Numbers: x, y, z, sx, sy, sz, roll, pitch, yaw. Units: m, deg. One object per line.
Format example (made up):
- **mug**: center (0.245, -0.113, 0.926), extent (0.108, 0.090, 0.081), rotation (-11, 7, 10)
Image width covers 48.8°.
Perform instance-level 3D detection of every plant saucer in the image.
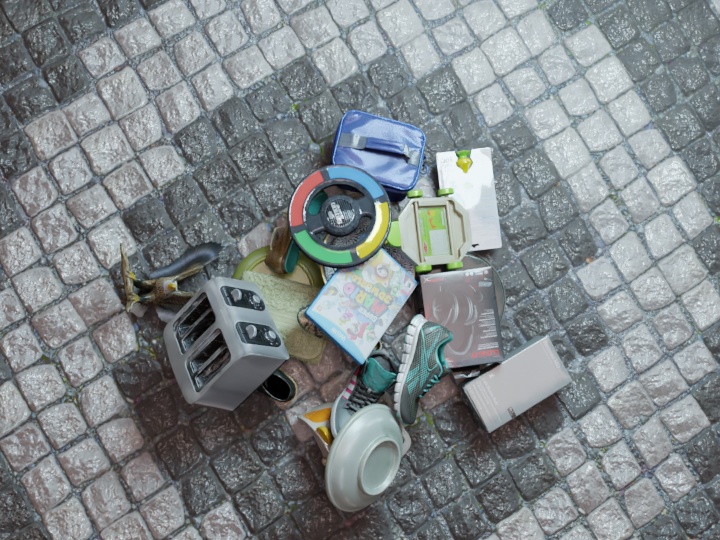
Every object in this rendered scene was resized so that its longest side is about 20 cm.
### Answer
- **plant saucer**: center (0.021, 0.346, 1.431), extent (0.050, 0.199, 0.203), rotation (18, 79, 42)
- **plant saucer**: center (-0.164, 0.047, 1.572), extent (0.195, 0.031, 0.205), rotation (1, 83, -5)

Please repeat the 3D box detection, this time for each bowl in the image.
- **bowl**: center (0.000, 0.000, 1.547), extent (0.196, 0.094, 0.206), rotation (5, 76, -22)

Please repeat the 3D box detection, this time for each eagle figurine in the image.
- **eagle figurine**: center (-0.356, 0.032, 1.521), extent (0.196, 0.151, 0.155), rotation (-4, 120, -29)

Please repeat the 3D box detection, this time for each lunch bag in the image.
- **lunch bag**: center (0.039, -0.222, 1.567), extent (0.196, 0.132, 0.139), rotation (13, 83, -2)

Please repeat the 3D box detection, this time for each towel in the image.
- **towel**: center (-0.151, 0.087, 1.535), extent (0.196, 0.036, 0.152), rotation (16, 82, -3)

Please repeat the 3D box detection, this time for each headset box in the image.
- **headset box**: center (0.191, 0.104, 1.532), extent (0.145, 0.077, 0.205), rotation (-6, 83, -5)

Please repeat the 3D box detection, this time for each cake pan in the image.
- **cake pan**: center (0.200, 0.057, 1.595), extent (0.195, 0.037, 0.205), rotation (0, 84, -4)

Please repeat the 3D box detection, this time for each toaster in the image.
- **toaster**: center (-0.249, 0.137, 1.427), extent (0.200, 0.118, 0.183), rotation (-43, 55, 20)

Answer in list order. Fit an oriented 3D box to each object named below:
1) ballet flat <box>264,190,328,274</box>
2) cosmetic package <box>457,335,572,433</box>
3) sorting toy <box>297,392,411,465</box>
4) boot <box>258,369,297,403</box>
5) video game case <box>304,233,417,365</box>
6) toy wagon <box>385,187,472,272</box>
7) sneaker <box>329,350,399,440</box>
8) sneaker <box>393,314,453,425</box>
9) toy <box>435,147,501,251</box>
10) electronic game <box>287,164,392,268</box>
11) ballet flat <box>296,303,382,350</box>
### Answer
- **ballet flat**: center (-0.134, -0.083, 1.567), extent (0.071, 0.068, 0.203), rotation (12, 64, 26)
- **cosmetic package**: center (0.303, 0.221, 1.560), extent (0.198, 0.090, 0.108), rotation (-32, 86, -4)
- **sorting toy**: center (0.006, 0.327, 1.534), extent (0.178, 0.107, 0.203), rotation (-26, 86, -26)
- **boot**: center (-0.206, 0.183, 1.499), extent (0.197, 0.138, 0.079), rotation (26, 83, 0)
- **video game case**: center (0.004, 0.051, 1.474), extent (0.143, 0.018, 0.201), rotation (42, 65, -11)
- **toy wagon**: center (0.122, -0.076, 1.538), extent (0.196, 0.039, 0.159), rotation (-5, 85, -19)
- **sneaker**: center (0.015, 0.224, 1.473), extent (0.083, 0.121, 0.202), rotation (31, 44, -6)
- **sneaker**: center (0.117, 0.188, 1.451), extent (0.089, 0.077, 0.205), rotation (12, 94, 21)
- **toy**: center (0.217, -0.141, 1.613), extent (0.112, 0.047, 0.205), rotation (-6, 90, -3)
- **electronic game**: center (-0.039, -0.102, 1.472), extent (0.195, 0.042, 0.205), rotation (0, 74, -2)
- **ballet flat**: center (-0.030, 0.110, 1.506), extent (0.199, 0.074, 0.069), rotation (34, 53, -38)
